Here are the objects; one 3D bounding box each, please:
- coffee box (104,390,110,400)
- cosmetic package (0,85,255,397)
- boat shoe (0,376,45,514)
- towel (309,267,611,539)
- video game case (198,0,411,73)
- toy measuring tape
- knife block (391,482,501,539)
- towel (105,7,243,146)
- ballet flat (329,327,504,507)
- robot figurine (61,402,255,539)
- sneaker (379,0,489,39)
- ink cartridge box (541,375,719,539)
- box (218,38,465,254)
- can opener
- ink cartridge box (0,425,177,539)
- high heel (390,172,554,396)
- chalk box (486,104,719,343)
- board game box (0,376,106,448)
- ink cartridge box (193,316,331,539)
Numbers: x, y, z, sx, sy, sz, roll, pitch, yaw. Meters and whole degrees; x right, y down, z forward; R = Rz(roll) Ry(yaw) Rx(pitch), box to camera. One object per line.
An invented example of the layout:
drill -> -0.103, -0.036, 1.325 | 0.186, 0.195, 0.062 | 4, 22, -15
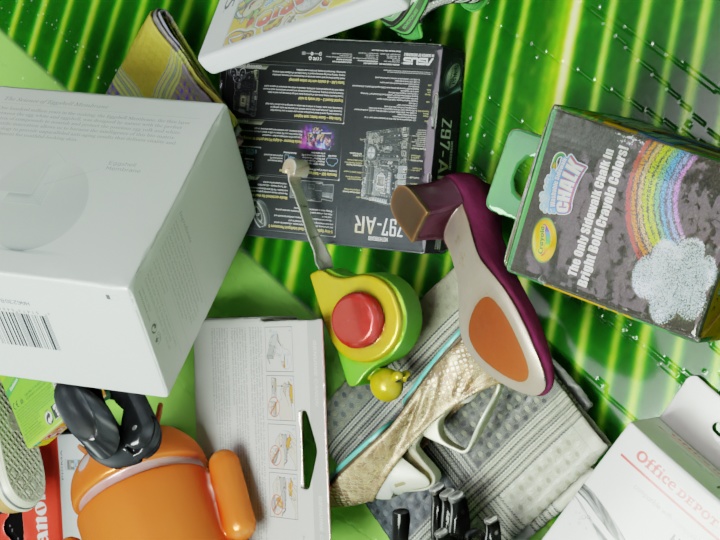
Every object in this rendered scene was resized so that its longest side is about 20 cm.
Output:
coffee box -> -0.248, 0.015, 1.637 | 0.123, 0.044, 0.201 | -28, 77, 41
cosmetic package -> -0.211, -0.026, 1.471 | 0.198, 0.123, 0.201 | 6, 49, 19
boat shoe -> -0.317, 0.116, 1.660 | 0.062, 0.074, 0.201 | -27, 64, 30
towel -> 0.077, 0.125, 1.492 | 0.200, 0.034, 0.193 | -47, 67, 22
video game case -> -0.024, -0.246, 1.470 | 0.199, 0.023, 0.183 | -13, 48, 39
toy measuring tape -> 0.000, 0.000, 1.468 | 0.073, 0.073, 0.201 | -23, 79, 26
knife block -> 0.056, 0.266, 1.446 | 0.176, 0.064, 0.200 | 65, 146, 26
towel -> -0.175, -0.101, 1.595 | 0.144, 0.023, 0.200 | 56, 129, 22
ballet flat -> 0.047, 0.124, 1.453 | 0.065, 0.070, 0.200 | 45, 114, 12
robot figurine -> -0.159, 0.207, 1.513 | 0.144, 0.116, 0.201 | -53, 52, 47
sneaker -> 0.089, -0.251, 1.468 | 0.199, 0.078, 0.085 | -32, 114, 16
ink cartridge box -> 0.211, 0.186, 1.394 | 0.116, 0.068, 0.201 | 40, 107, 22
box -> -0.021, -0.101, 1.532 | 0.199, 0.043, 0.162 | 5, 92, 28
can opener -> -0.204, 0.080, 1.501 | 0.063, 0.079, 0.200 | -32, 40, -1
ink cartridge box -> -0.242, 0.217, 1.647 | 0.199, 0.047, 0.161 | -6, 87, 26
high heel -> 0.107, 0.004, 1.414 | 0.201, 0.096, 0.068 | 60, 137, 26
chalk box -> 0.188, -0.041, 1.377 | 0.199, 0.124, 0.126 | 23, 101, 27
board game box -> -0.281, 0.037, 1.623 | 0.095, 0.030, 0.201 | -37, 73, 39
ink cartridge box -> -0.064, 0.136, 1.521 | 0.176, 0.044, 0.202 | -2, 89, 50
